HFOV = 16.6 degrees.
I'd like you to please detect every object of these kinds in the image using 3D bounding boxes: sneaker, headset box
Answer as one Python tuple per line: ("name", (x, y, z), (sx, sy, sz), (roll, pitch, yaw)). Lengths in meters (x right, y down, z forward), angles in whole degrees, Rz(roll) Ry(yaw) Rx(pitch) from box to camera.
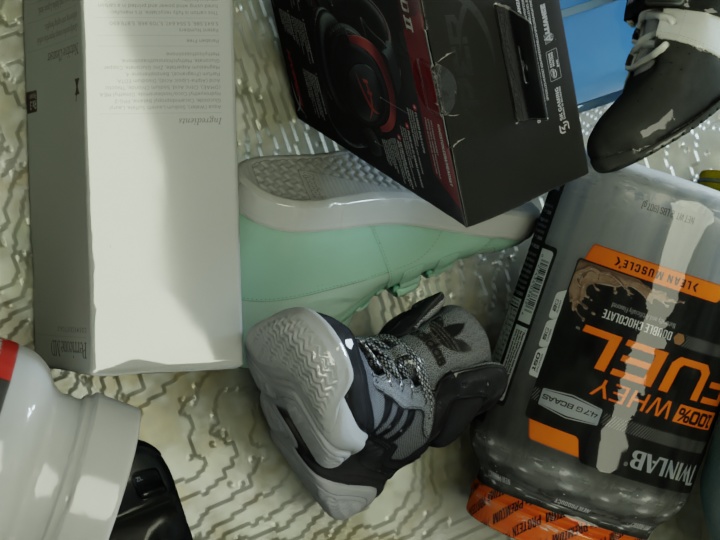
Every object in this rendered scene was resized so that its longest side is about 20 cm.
("sneaker", (0.159, -0.132, 1.198), (0.089, 0.074, 0.200), (48, 64, -15))
("sneaker", (0.010, 0.047, 1.207), (0.114, 0.200, 0.076), (-34, 70, -11))
("headset box", (0.029, -0.121, 1.186), (0.075, 0.200, 0.149), (-24, 119, -20))
("sneaker", (0.000, 0.000, 1.276), (0.200, 0.074, 0.119), (-3, 124, -39))

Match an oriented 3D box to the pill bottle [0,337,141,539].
("pill bottle", (-0.211, 0.077, 1.141), (0.199, 0.116, 0.116), (19, 83, -10))

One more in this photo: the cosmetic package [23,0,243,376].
("cosmetic package", (-0.112, -0.050, 1.199), (0.081, 0.113, 0.201), (0, 88, -22))

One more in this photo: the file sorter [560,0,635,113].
("file sorter", (0.103, -0.183, 1.277), (0.138, 0.123, 0.201), (-19, 96, -21))

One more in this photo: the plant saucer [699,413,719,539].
("plant saucer", (0.216, 0.068, 1.305), (0.039, 0.201, 0.202), (19, 82, 12))

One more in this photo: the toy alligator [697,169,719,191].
("toy alligator", (0.246, -0.014, 1.369), (0.199, 0.054, 0.060), (13, 86, -21))

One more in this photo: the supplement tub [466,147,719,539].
("supplement tub", (0.131, 0.046, 1.280), (0.122, 0.122, 0.201), (17, 94, -21))

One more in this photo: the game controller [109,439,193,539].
("game controller", (-0.175, 0.161, 1.219), (0.199, 0.042, 0.105), (-22, 112, -20))
